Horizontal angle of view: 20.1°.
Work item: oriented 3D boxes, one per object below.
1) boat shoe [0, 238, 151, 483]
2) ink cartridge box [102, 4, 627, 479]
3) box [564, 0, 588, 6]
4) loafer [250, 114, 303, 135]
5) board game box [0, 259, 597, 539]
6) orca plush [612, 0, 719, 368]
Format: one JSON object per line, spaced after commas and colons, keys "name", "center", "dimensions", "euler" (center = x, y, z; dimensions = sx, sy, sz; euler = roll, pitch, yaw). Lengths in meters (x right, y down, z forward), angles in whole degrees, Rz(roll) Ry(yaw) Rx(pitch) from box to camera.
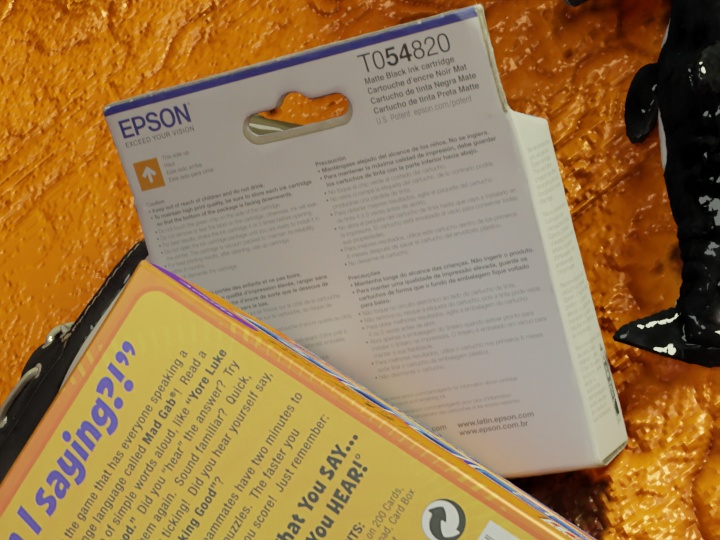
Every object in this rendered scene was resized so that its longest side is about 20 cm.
{"name": "boat shoe", "center": [-0.139, 0.062, 0.989], "dimensions": [0.060, 0.074, 0.201], "euler": [37, 108, 34]}
{"name": "ink cartridge box", "center": [0.000, 0.000, 0.891], "dimensions": [0.199, 0.041, 0.201], "euler": [-11, 99, 29]}
{"name": "box", "center": [0.150, -0.236, 0.897], "dimensions": [0.199, 0.107, 0.149], "euler": [-24, 41, 22]}
{"name": "loafer", "center": [-0.007, -0.032, 0.955], "dimensions": [0.199, 0.076, 0.068], "euler": [11, 92, 33]}
{"name": "board game box", "center": [-0.027, 0.146, 0.768], "dimensions": [0.199, 0.200, 0.200], "euler": [32, 89, 16]}
{"name": "orca plush", "center": [0.143, -0.064, 0.869], "dimensions": [0.105, 0.071, 0.201], "euler": [14, 78, 37]}
